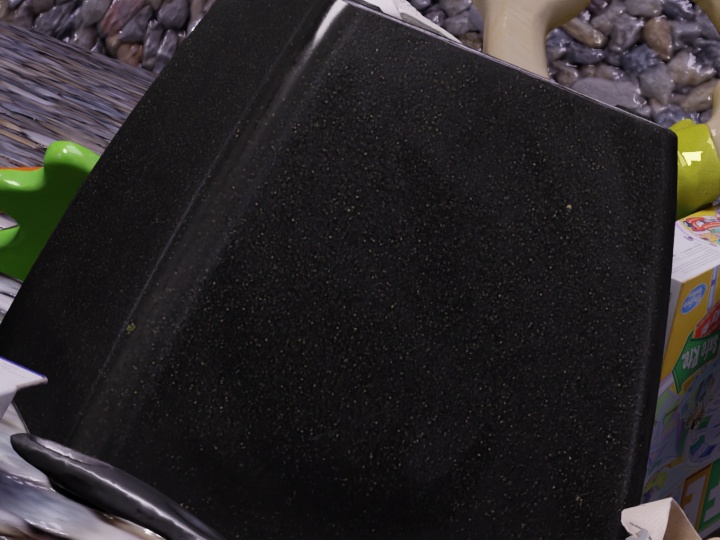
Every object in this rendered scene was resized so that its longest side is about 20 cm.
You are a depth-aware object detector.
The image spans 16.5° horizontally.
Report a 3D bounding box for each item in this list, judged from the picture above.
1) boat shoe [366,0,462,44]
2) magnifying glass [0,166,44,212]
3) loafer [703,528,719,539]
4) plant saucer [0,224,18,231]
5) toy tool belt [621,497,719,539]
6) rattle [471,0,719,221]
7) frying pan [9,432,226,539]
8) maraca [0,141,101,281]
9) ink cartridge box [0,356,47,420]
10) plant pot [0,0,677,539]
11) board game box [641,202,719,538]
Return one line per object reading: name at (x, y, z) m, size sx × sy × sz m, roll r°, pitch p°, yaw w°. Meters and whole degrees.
boat shoe at (0.032, -0.057, 1.035) m, size 0.200 × 0.071 × 0.069 m, roll 39°, pitch 7°, yaw -44°
magnifying glass at (-0.193, -0.033, 1.091) m, size 0.079 × 0.023 × 0.200 m, roll 20°, pitch 16°, yaw 32°
loafer at (0.135, 0.092, 1.128) m, size 0.199 × 0.063 × 0.072 m, roll 25°, pitch 7°, yaw 26°
plant saucer at (-0.074, -0.027, 1.196) m, size 0.199 × 0.031 × 0.200 m, roll -13°, pitch 2°, yaw 0°
toy tool belt at (0.163, 0.102, 0.735) m, size 0.125 × 0.123 × 0.200 m, roll 59°, pitch 1°, yaw -10°
rattle at (0.089, -0.105, 1.034) m, size 0.200 × 0.130 × 0.143 m, roll 49°, pitch 3°, yaw 10°
frying pan at (-0.014, 0.094, 0.655) m, size 0.189 × 0.031 × 0.115 m, roll 19°, pitch 5°, yaw -1°
maraca at (-0.058, -0.002, 1.028) m, size 0.199 × 0.137 × 0.107 m, roll 12°, pitch 51°, yaw -4°
ink cartridge box at (-0.159, 0.032, 0.669) m, size 0.094 × 0.037 × 0.200 m, roll 22°, pitch 8°, yaw 9°
plant pot at (0.000, 0.000, 0.880) m, size 0.199 × 0.178 × 0.199 m, roll 19°, pitch 5°, yaw -18°
board game box at (0.147, 0.038, 1.003) m, size 0.034 × 0.135 × 0.200 m, roll 23°, pitch 25°, yaw 29°
